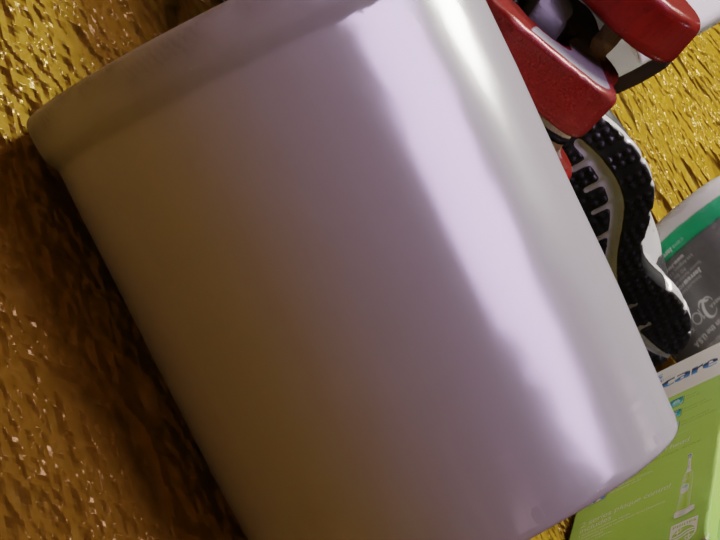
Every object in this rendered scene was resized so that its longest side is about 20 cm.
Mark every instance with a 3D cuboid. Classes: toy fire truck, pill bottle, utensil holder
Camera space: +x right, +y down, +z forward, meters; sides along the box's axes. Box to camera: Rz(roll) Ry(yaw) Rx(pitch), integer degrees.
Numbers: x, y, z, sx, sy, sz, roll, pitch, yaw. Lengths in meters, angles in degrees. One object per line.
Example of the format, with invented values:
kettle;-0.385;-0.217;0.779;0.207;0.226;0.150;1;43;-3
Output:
toy fire truck;0.049;-0.131;0.963;0.168;0.112;0.200;36;19;-14
pill bottle;0.245;0.048;1.217;0.200;0.113;0.113;53;21;19
utensil holder;0.000;0.000;0.778;0.201;0.170;0.170;64;24;-3

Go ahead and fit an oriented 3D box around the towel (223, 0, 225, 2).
towel;-0.010;-0.141;1.045;0.200;0.048;0.172;4;65;-62

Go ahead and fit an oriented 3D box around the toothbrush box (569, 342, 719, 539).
toothbrush box;0.179;0.149;1.072;0.146;0.086;0.200;55;26;-15

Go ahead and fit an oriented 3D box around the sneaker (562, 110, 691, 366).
sneaker;0.116;-0.029;1.131;0.200;0.073;0.080;66;6;-50

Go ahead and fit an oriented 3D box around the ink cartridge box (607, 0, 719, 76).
ink cartridge box;0.168;-0.168;1.199;0.200;0.145;0.084;-29;93;-27

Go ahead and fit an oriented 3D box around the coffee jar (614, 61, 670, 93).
coffee jar;0.151;-0.204;1.374;0.104;0.085;0.200;47;29;-30
